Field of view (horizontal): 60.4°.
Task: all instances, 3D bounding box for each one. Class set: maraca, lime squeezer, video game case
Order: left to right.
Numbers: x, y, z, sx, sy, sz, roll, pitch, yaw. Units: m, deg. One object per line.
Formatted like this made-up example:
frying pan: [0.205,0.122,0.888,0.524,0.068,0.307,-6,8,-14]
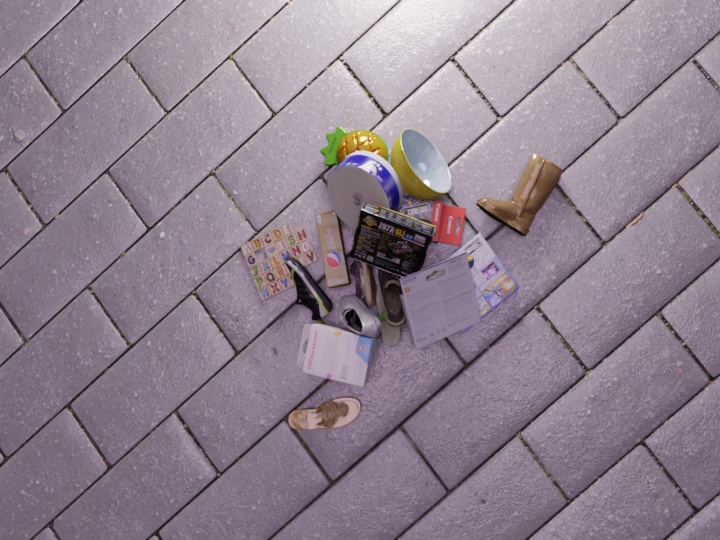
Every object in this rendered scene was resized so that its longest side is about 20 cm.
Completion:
maraca: [-0.016,-0.323,1.702,0.194,0.107,0.141,20,83,15]
lime squeezer: [0.094,0.140,1.640,0.193,0.038,0.073,6,82,8]
video game case: [0.300,0.035,1.681,0.198,0.045,0.183,-37,83,3]

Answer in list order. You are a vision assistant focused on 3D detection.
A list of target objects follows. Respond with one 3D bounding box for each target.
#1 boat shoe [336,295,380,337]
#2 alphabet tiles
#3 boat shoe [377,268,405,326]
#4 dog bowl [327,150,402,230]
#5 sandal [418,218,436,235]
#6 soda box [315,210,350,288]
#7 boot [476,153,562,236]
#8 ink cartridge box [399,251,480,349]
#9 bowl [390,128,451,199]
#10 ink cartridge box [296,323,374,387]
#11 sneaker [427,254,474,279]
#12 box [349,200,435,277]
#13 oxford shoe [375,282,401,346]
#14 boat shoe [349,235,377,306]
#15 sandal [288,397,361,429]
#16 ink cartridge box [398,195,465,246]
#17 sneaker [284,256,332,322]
boat shoe: [-0.021,0.116,1.642,0.064,0.198,0.076,6,102,-34]
alphabet tiles: [-0.226,-0.033,1.758,0.195,0.008,0.172,-25,85,5]
boat shoe: [0.087,0.044,1.631,0.071,0.066,0.205,-7,58,-6]
dog bowl: [0.010,-0.205,1.635,0.198,0.202,0.079,36,49,7]
sandal: [0.121,-0.075,1.665,0.206,0.069,0.080,-16,56,26]
soda box: [-0.075,-0.057,1.713,0.062,0.068,0.208,-10,86,5]
boot: [0.427,-0.221,1.675,0.172,0.066,0.204,29,91,-6]
ink cartridge box: [0.201,0.074,1.585,0.191,0.043,0.206,-20,110,-11]
bowl: [0.142,-0.265,1.663,0.107,0.198,0.204,-35,84,35]
ink cartridge box: [-0.066,0.222,1.669,0.193,0.125,0.133,13,88,7]
sneaker: [0.221,0.033,1.642,0.196,0.075,0.090,-30,101,5]
box: [0.080,-0.073,1.587,0.194,0.050,0.163,20,131,5]
oxford shoe: [0.081,0.105,1.695,0.072,0.058,0.208,-3,81,9]
boat shoe: [0.000,0.000,1.701,0.063,0.072,0.207,-11,89,16]
sandal: [-0.100,0.400,1.684,0.204,0.070,0.081,-11,86,5]
ink cartridge box: [0.187,-0.136,1.698,0.193,0.050,0.113,9,89,7]
sneaker: [-0.159,0.056,1.710,0.082,0.072,0.202,-39,88,5]
